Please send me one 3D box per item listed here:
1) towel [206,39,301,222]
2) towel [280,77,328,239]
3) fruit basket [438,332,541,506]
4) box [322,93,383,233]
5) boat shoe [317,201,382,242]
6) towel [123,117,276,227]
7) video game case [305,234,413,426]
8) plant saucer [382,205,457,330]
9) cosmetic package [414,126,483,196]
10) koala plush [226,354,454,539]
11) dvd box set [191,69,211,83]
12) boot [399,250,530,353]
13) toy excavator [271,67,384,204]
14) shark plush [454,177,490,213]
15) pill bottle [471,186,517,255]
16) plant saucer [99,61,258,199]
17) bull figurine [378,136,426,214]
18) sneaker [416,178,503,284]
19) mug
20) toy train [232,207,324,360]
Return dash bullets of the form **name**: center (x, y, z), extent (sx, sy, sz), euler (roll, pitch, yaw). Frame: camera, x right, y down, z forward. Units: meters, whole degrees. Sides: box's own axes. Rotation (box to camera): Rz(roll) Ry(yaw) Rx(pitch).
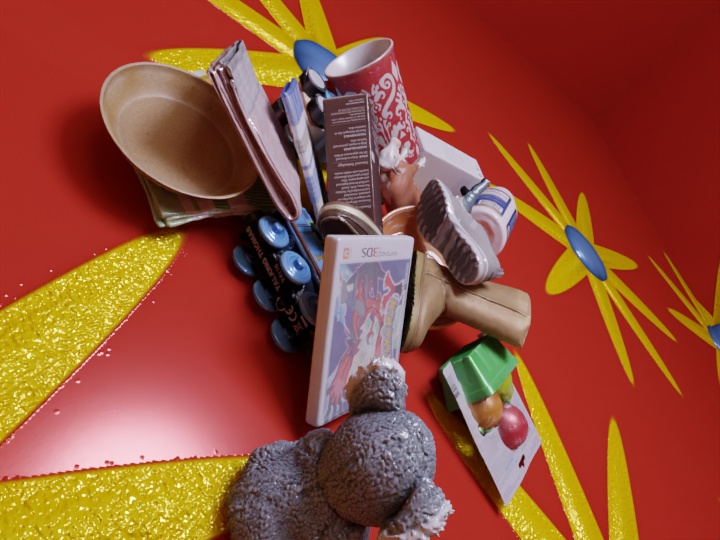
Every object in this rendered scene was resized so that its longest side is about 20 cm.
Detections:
- **towel**: center (-0.124, -0.182, 0.699), extent (0.202, 0.031, 0.195), euler (-102, 168, -61)
- **towel**: center (-0.076, -0.158, 0.783), extent (0.148, 0.023, 0.206), euler (-97, 173, -64)
- **fruit basket**: center (0.197, 0.211, 0.833), extent (0.183, 0.092, 0.206), euler (-24, 91, -54)
- **box**: center (-0.008, -0.138, 0.808), extent (0.100, 0.072, 0.209), euler (23, 65, -81)
- **boat shoe**: center (0.005, -0.001, 0.731), extent (0.203, 0.073, 0.077), euler (50, 38, -40)
- **towel**: center (-0.193, -0.130, 0.704), extent (0.197, 0.023, 0.156), euler (-14, 70, -47)
- **video game case**: center (0.005, 0.062, 0.660), extent (0.180, 0.022, 0.208), euler (-6, 105, -58)
- **plant saucer**: center (0.097, -0.003, 0.880), extent (0.192, 0.038, 0.208), euler (6, 69, -14)
- **cosmetic package**: center (0.158, -0.207, 1.148), extent (0.196, 0.101, 0.076), euler (18, 43, -39)
- **koala plush**: center (-0.005, 0.194, 0.500), extent (0.180, 0.200, 0.182), euler (16, 46, -37)
- **dvd box set**: center (-0.206, -0.187, 0.781), extent (0.201, 0.029, 0.146), euler (49, 35, -2)
- **boot**: center (0.154, 0.068, 0.803), extent (0.194, 0.067, 0.180), euler (22, 54, -9)
- **toy excavator**: center (-0.041, -0.212, 0.946), extent (0.197, 0.099, 0.200), euler (21, 44, -47)
- **shark plush**: center (0.170, -0.081, 1.007), extent (0.083, 0.090, 0.204), euler (38, 67, -18)
- **pill bottle**: center (0.272, -0.109, 1.173), extent (0.111, 0.111, 0.200), euler (47, 35, -1)
- **plant saucer**: center (-0.212, -0.159, 0.661), extent (0.196, 0.035, 0.205), euler (26, 44, -26)
- **bull figurine**: center (0.074, -0.140, 0.943), extent (0.122, 0.063, 0.206), euler (-46, 133, -40)
- **sneaker**: center (0.149, -0.056, 0.850), extent (0.080, 0.075, 0.204), euler (8, 46, -36)
- **mug**: center (0.018, -0.293, 1.014), extent (0.133, 0.175, 0.204), euler (-42, 126, -22)
- **toy train**: center (-0.078, 0.012, 0.694), extent (0.113, 0.086, 0.204), euler (-8, 63, -57)
